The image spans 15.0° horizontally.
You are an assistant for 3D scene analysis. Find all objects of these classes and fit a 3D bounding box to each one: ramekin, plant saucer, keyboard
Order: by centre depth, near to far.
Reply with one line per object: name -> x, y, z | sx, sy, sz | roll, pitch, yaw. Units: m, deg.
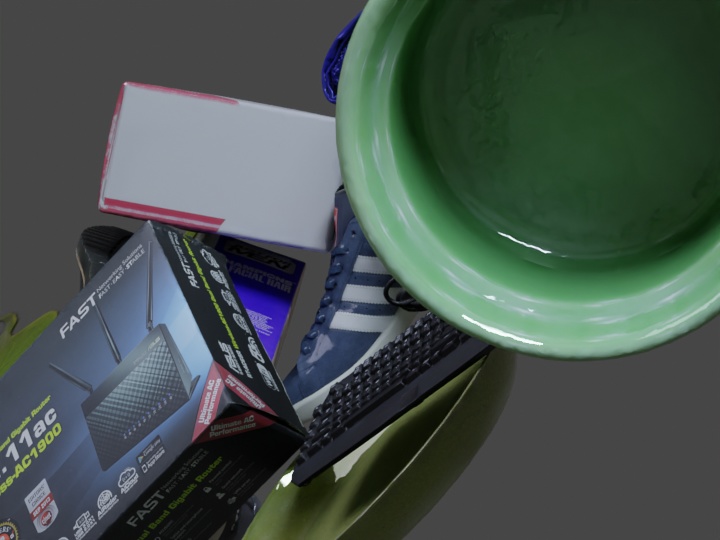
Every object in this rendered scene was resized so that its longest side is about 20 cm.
ramekin -> 0.095, -0.070, 1.177 | 0.200, 0.200, 0.098 | -45, 4, 16
keyboard -> 0.030, 0.025, 1.332 | 0.200, 0.040, 0.104 | -38, 15, 39
plant saucer -> 0.012, 0.093, 1.345 | 0.200, 0.031, 0.200 | -46, 10, 11

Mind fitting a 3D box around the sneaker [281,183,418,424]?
sneaker -> 0.000, 0.000, 1.578 | 0.200, 0.084, 0.075 | -47, 11, 4

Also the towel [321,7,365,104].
towel -> 0.067, -0.172, 1.809 | 0.148, 0.050, 0.200 | -41, -15, 28

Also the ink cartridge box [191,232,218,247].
ink cartridge box -> -0.145, 0.082, 1.856 | 0.145, 0.083, 0.200 | -40, 13, 32

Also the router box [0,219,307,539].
router box -> -0.134, 0.094, 1.479 | 0.200, 0.062, 0.150 | -46, 43, 17

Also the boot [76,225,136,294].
boot -> -0.151, 0.056, 1.654 | 0.200, 0.077, 0.139 | -71, -4, -77

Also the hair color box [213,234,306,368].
hair color box -> -0.086, 0.066, 1.638 | 0.200, 0.065, 0.110 | -78, 6, -69

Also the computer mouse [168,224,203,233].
computer mouse -> -0.074, -0.049, 1.875 | 0.139, 0.200, 0.053 | -92, 10, -75

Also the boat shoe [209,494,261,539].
boat shoe -> -0.126, 0.192, 1.522 | 0.200, 0.073, 0.063 | -51, -33, 14

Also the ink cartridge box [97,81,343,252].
ink cartridge box -> -0.072, -0.063, 1.698 | 0.200, 0.145, 0.085 | -1, -79, -87
